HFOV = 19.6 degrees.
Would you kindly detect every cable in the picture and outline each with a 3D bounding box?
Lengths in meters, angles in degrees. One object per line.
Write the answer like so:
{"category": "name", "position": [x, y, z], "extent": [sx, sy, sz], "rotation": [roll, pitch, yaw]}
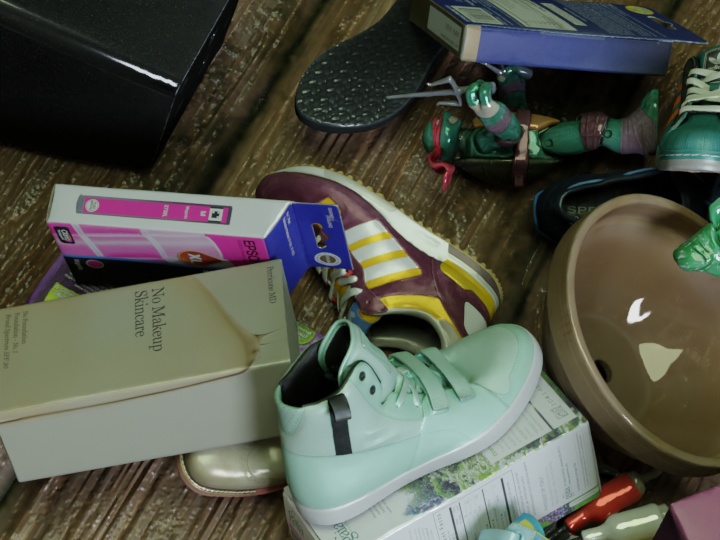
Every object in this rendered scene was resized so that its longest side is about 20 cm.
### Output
{"category": "cable", "position": [0.128, 0.188, 1.416], "extent": [0.199, 0.050, 0.098], "rotation": [-18, 62, -13]}

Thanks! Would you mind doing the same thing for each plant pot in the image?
{"category": "plant pot", "position": [-0.191, -0.191, 1.521], "extent": [0.177, 0.200, 0.201], "rotation": [28, 63, -2]}
{"category": "plant pot", "position": [0.194, 0.056, 1.447], "extent": [0.200, 0.093, 0.202], "rotation": [18, 56, -29]}

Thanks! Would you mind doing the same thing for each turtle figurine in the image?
{"category": "turtle figurine", "position": [0.120, -0.112, 1.551], "extent": [0.198, 0.101, 0.150], "rotation": [3, 21, 3]}

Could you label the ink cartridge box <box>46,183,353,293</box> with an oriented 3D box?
{"category": "ink cartridge box", "position": [-0.109, -0.018, 1.432], "extent": [0.198, 0.095, 0.037], "rotation": [2, 63, 8]}

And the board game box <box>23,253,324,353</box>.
{"category": "board game box", "position": [-0.137, 0.051, 1.481], "extent": [0.199, 0.032, 0.120], "rotation": [29, 68, 10]}

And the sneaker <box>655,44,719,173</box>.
{"category": "sneaker", "position": [0.255, -0.121, 1.513], "extent": [0.071, 0.081, 0.200], "rotation": [3, 16, 16]}

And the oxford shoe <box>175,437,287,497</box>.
{"category": "oxford shoe", "position": [-0.029, 0.100, 1.417], "extent": [0.199, 0.074, 0.071], "rotation": [-18, 81, -23]}

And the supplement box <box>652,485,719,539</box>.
{"category": "supplement box", "position": [0.246, 0.225, 1.321], "extent": [0.103, 0.200, 0.132], "rotation": [-16, 63, -13]}

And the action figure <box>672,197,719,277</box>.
{"category": "action figure", "position": [0.303, -0.033, 1.463], "extent": [0.199, 0.055, 0.119], "rotation": [-16, 97, -26]}

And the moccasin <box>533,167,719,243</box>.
{"category": "moccasin", "position": [0.228, -0.038, 1.524], "extent": [0.198, 0.068, 0.081], "rotation": [-7, 87, -7]}

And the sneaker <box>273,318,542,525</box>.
{"category": "sneaker", "position": [0.033, 0.068, 1.340], "extent": [0.200, 0.119, 0.074], "rotation": [-33, 43, -21]}

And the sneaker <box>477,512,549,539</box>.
{"category": "sneaker", "position": [0.060, 0.218, 1.353], "extent": [0.198, 0.080, 0.132], "rotation": [7, 73, -3]}

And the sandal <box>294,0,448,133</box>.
{"category": "sandal", "position": [0.023, -0.155, 1.597], "extent": [0.075, 0.048, 0.200], "rotation": [36, 53, 15]}

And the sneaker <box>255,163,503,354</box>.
{"category": "sneaker", "position": [0.000, 0.000, 1.492], "extent": [0.199, 0.075, 0.090], "rotation": [28, 58, 11]}

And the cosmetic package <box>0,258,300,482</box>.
{"category": "cosmetic package", "position": [-0.140, 0.066, 1.390], "extent": [0.199, 0.073, 0.104], "rotation": [-12, 43, 2]}

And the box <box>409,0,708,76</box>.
{"category": "box", "position": [0.149, -0.179, 1.567], "extent": [0.199, 0.033, 0.121], "rotation": [1, 20, -18]}

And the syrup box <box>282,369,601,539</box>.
{"category": "syrup box", "position": [0.055, 0.149, 1.398], "extent": [0.199, 0.082, 0.079], "rotation": [-28, 45, -13]}
